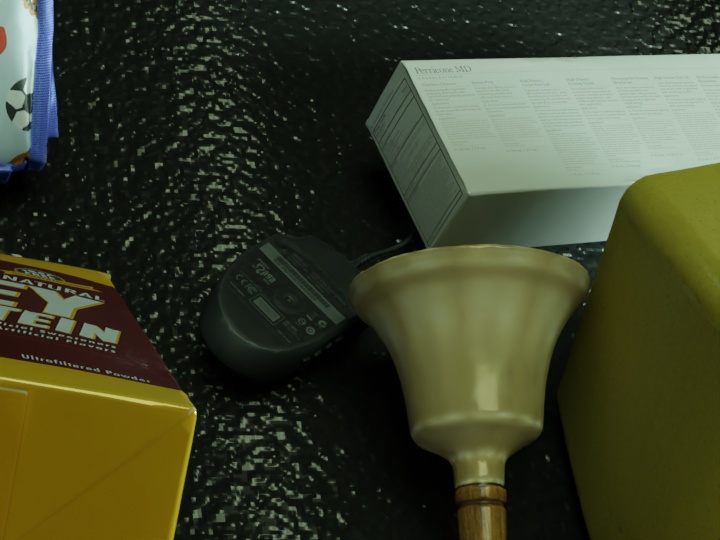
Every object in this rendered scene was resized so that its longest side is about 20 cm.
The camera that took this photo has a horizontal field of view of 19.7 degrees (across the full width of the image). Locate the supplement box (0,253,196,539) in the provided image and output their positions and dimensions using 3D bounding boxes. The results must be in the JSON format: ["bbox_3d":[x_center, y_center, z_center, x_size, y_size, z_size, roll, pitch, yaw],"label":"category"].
[{"bbox_3d":[-0.146,0.102,0.641,0.133,0.198,0.200,9,8,-15],"label":"supplement box"}]

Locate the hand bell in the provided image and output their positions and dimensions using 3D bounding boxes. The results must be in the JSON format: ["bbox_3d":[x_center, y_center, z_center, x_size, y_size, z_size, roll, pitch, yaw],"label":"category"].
[{"bbox_3d":[0.048,0.100,0.848,0.104,0.104,0.200,5,69,-15],"label":"hand bell"}]

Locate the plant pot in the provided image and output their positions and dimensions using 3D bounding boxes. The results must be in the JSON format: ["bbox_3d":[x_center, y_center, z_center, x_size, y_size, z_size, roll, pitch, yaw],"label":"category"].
[{"bbox_3d":[0.193,0.055,0.867,0.200,0.200,0.176,-11,46,-25],"label":"plant pot"}]

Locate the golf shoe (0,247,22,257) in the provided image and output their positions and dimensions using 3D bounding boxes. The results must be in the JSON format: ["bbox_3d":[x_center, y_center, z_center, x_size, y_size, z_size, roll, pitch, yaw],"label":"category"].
[{"bbox_3d":[-0.186,0.026,0.844,0.200,0.078,0.095,21,32,-4],"label":"golf shoe"}]

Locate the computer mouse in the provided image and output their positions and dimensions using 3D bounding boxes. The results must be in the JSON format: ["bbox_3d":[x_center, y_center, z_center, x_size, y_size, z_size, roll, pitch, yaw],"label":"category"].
[{"bbox_3d":[0.000,0.000,0.947,0.200,0.034,0.059,-28,67,-41],"label":"computer mouse"}]

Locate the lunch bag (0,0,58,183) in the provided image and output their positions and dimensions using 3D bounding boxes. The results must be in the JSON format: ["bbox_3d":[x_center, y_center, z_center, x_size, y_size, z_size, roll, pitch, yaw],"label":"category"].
[{"bbox_3d":[-0.228,-0.134,0.917,0.170,0.124,0.200,-2,71,-20],"label":"lunch bag"}]

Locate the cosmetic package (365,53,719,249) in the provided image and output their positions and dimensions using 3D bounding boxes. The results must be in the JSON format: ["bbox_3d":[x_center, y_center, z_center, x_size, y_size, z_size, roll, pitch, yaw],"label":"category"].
[{"bbox_3d":[0.108,-0.058,0.997,0.200,0.051,0.083,-4,56,-31],"label":"cosmetic package"}]
